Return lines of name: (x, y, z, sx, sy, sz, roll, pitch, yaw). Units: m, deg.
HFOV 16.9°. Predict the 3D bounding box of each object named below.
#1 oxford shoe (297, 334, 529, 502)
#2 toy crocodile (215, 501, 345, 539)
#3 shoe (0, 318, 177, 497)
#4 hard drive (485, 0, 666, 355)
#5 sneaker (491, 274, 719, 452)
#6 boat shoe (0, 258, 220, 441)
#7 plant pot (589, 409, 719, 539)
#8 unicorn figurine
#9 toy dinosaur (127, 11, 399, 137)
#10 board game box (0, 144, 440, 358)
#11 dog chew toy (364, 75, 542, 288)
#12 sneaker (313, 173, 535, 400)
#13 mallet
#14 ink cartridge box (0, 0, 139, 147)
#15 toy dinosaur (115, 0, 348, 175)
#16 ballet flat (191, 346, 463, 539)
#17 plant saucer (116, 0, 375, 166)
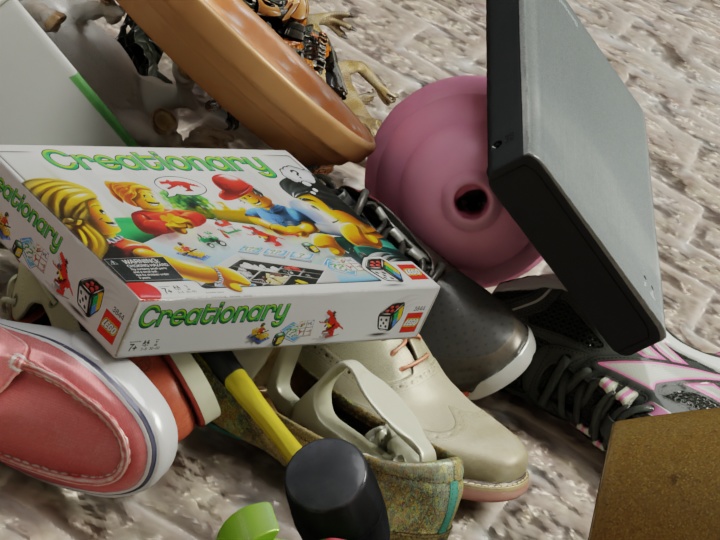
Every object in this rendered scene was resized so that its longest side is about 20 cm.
oxford shoe: (0.005, 0.045, 1.216, 0.200, 0.074, 0.071, 31, 24, 17)
toy crocodile: (0.030, 0.151, 1.034, 0.199, 0.062, 0.068, 20, 24, -9)
shoe: (-0.183, 0.053, 1.045, 0.200, 0.072, 0.091, 25, 24, 17)
hard drive: (0.113, -0.067, 1.303, 0.140, 0.033, 0.200, 50, 25, -30)
sneaker: (0.147, 0.069, 1.299, 0.199, 0.081, 0.086, 17, 34, 0)
boat shoe: (-0.138, 0.022, 1.155, 0.062, 0.071, 0.200, -32, 47, -11)
plant pot: (0.203, 0.134, 1.097, 0.199, 0.187, 0.186, 12, 23, 8)
unicorn figurine: (-0.153, -0.128, 1.384, 0.074, 0.201, 0.137, -29, 5, -18)
toy dinosaur: (-0.046, -0.139, 1.579, 0.200, 0.058, 0.101, 30, 26, 16)
board game box: (-0.072, -0.012, 1.135, 0.200, 0.035, 0.126, -2, 35, -48)
dog chew toy: (0.063, -0.046, 1.362, 0.124, 0.125, 0.200, 23, 6, -1)
sneaker: (0.000, 0.000, 1.272, 0.200, 0.082, 0.077, 25, 58, 24)
mallet: (-0.054, 0.050, 1.107, 0.041, 0.066, 0.200, -34, 64, -11)
ink cartridge box: (-0.225, -0.123, 1.278, 0.200, 0.084, 0.146, 43, -5, 39)
toy dinosaur: (-0.077, -0.148, 1.503, 0.135, 0.102, 0.200, -4, 46, -39)
ballet flat: (-0.030, 0.062, 1.162, 0.200, 0.071, 0.071, 35, 26, 25)
plant saucer: (-0.075, -0.123, 1.304, 0.200, 0.037, 0.200, 43, 6, -6)
